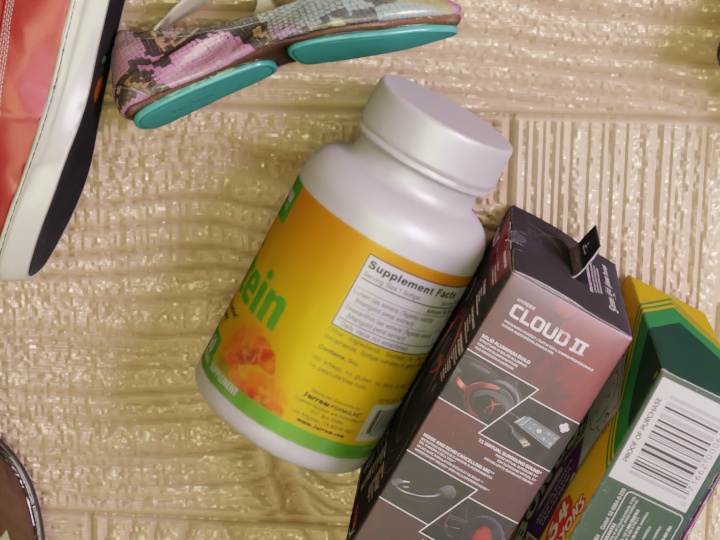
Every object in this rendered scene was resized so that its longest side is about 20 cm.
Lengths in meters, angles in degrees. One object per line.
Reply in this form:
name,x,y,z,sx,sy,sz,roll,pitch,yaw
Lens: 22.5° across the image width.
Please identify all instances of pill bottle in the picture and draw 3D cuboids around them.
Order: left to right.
pill bottle,0.000,0.000,0.994,0.111,0.111,0.201,28,105,-3

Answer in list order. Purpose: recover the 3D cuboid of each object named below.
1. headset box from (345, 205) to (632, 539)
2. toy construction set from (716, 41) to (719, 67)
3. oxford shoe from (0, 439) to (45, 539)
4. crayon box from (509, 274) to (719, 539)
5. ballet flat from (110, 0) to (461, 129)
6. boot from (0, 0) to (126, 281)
headset box,0.074,0.063,0.985,0.075,0.149,0.201,29,104,-3
toy construction set,0.268,-0.111,0.953,0.131,0.092,0.201,-21,94,35
oxford shoe,-0.248,0.114,1.060,0.072,0.084,0.201,-23,103,8
crayon box,0.129,0.121,0.982,0.058,0.173,0.201,25,105,-5
ballet flat,-0.046,-0.137,0.994,0.198,0.069,0.072,-16,83,9
boot,-0.218,-0.103,1.011,0.143,0.072,0.202,14,97,2
